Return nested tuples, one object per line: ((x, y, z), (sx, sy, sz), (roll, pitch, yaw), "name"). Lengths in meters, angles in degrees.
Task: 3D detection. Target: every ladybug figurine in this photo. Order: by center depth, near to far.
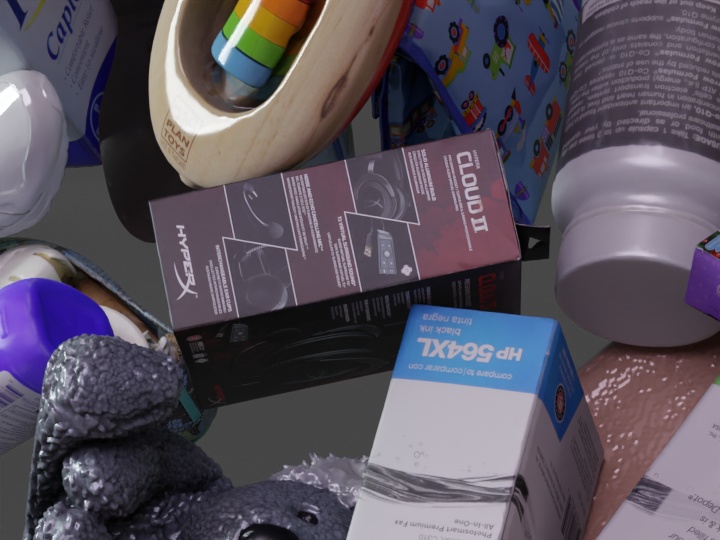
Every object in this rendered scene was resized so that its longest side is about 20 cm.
((-0.035, -0.126, 1.537), (0.136, 0.072, 0.200), (47, 114, 31), "ladybug figurine")

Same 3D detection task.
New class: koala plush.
((-0.076, 0.148, 1.551), (0.199, 0.184, 0.178), (9, 69, -4), "koala plush")

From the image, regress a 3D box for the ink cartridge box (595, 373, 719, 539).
((0.208, 0.147, 1.499), (0.145, 0.084, 0.200), (29, 69, 28), "ink cartridge box")

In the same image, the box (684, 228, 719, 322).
((0.279, -0.007, 1.549), (0.137, 0.039, 0.200), (30, 42, 29), "box")

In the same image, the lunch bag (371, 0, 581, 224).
((0.055, -0.137, 1.645), (0.094, 0.200, 0.151), (9, 61, 19), "lunch bag")

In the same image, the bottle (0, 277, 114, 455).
((-0.226, 0.075, 1.633), (0.200, 0.083, 0.066), (-31, 58, 28), "bottle")

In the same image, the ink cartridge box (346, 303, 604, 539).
((0.052, 0.140, 1.507), (0.084, 0.146, 0.201), (7, 61, 19), "ink cartridge box")

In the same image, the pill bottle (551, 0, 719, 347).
((0.164, -0.068, 1.626), (0.113, 0.113, 0.201), (2, 59, 16), "pill bottle")

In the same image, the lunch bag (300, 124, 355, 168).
((-0.048, -0.138, 1.698), (0.082, 0.161, 0.201), (-7, 55, 6), "lunch bag")

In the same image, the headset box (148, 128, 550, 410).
((0.000, 0.000, 1.565), (0.199, 0.149, 0.078), (-11, 72, -1), "headset box")

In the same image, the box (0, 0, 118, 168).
((-0.207, -0.187, 1.739), (0.105, 0.200, 0.185), (0, 59, 26), "box")

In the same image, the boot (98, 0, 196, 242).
((-0.106, -0.114, 1.749), (0.073, 0.075, 0.201), (-3, 83, 24), "boot")

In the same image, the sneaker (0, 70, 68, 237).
((-0.243, -0.042, 1.679), (0.200, 0.099, 0.078), (-40, 69, 33), "sneaker")

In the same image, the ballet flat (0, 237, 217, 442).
((-0.158, 0.025, 1.682), (0.200, 0.074, 0.074), (31, 71, 29), "ballet flat")
